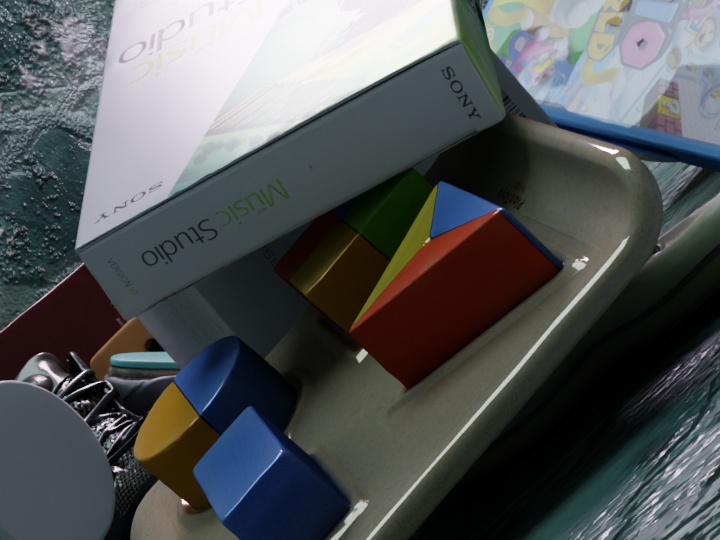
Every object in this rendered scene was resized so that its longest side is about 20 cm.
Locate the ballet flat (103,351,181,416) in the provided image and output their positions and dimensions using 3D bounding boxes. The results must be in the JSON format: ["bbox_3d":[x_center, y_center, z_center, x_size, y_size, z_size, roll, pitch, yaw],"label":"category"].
[{"bbox_3d":[-0.029,0.068,0.973,0.199,0.074,0.073,-5,5,5],"label":"ballet flat"}]

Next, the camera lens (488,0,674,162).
[{"bbox_3d":[0.166,-0.157,0.915,0.160,0.160,0.200,-42,1,-41],"label":"camera lens"}]

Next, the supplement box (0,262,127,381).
[{"bbox_3d":[-0.177,0.122,1.294,0.200,0.197,0.133,-43,1,-33],"label":"supplement box"}]

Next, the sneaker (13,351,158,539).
[{"bbox_3d":[-0.118,0.087,0.897,0.076,0.114,0.199,-44,3,-25],"label":"sneaker"}]

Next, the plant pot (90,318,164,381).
[{"bbox_3d":[-0.061,0.060,1.127,0.200,0.140,0.200,-43,1,1],"label":"plant pot"}]

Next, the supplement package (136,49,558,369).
[{"bbox_3d":[0.000,0.000,0.820,0.151,0.152,0.200,-41,1,-12],"label":"supplement package"}]

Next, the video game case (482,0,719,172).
[{"bbox_3d":[0.124,-0.116,0.768,0.200,0.018,0.144,22,84,56],"label":"video game case"}]

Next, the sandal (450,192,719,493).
[{"bbox_3d":[0.064,0.009,0.640,0.201,0.057,0.080,-42,1,33],"label":"sandal"}]

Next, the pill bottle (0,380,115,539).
[{"bbox_3d":[-0.199,0.129,0.854,0.200,0.111,0.111,-36,4,32],"label":"pill bottle"}]

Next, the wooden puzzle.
[{"bbox_3d":[-0.009,0.032,0.601,0.200,0.046,0.185,-53,18,-1],"label":"wooden puzzle"}]

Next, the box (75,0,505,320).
[{"bbox_3d":[-0.027,-0.077,0.694,0.144,0.036,0.200,-28,30,13],"label":"box"}]
